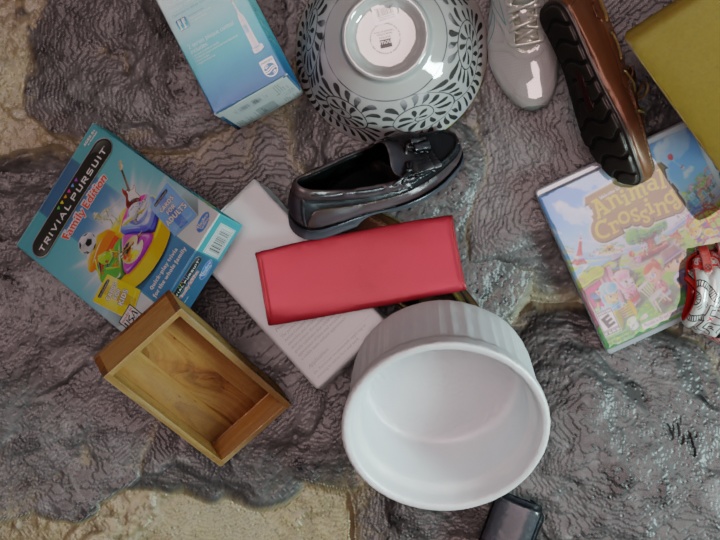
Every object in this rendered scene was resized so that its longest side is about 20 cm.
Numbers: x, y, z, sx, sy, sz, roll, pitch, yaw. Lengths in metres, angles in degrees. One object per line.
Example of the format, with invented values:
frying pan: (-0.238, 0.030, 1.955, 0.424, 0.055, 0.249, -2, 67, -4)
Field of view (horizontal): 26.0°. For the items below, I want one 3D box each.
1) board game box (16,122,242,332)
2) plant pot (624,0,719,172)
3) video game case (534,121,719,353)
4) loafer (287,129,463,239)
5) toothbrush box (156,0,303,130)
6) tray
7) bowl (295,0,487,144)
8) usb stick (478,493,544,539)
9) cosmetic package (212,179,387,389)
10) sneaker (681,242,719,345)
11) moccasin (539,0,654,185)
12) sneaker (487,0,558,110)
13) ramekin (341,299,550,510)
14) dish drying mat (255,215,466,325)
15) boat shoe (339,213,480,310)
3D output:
board game box: (-0.235, -0.035, 1.563, 0.199, 0.047, 0.152, 34, 93, 31)
plant pot: (0.401, -0.212, 1.443, 0.200, 0.195, 0.195, -38, 86, 32)
video game case: (0.302, -0.039, 1.572, 0.199, 0.022, 0.183, -25, 87, 4)
loafer: (0.018, -0.096, 1.541, 0.199, 0.063, 0.072, -26, 50, -18)
toothbrush box: (-0.144, -0.253, 1.549, 0.085, 0.146, 0.201, -27, 88, 4)
tray: (-0.163, 0.109, 1.535, 0.099, 0.200, 0.037, -41, 46, 3)
bowl: (0.029, -0.228, 1.561, 0.199, 0.094, 0.203, 0, 90, 4)
usb stick: (0.130, 0.323, 1.578, 0.055, 0.033, 0.201, 21, 92, 4)
cosmetic package: (-0.071, 0.014, 1.579, 0.102, 0.074, 0.200, -42, 84, 3)
sneaker: (0.385, -0.021, 1.522, 0.107, 0.067, 0.203, 21, 93, 2)
moccasin: (0.244, -0.182, 1.534, 0.077, 0.074, 0.203, -25, 90, -29)
sneaker: (0.158, -0.261, 1.558, 0.070, 0.080, 0.202, -8, 90, 3)
ramekin: (0.081, 0.126, 1.515, 0.198, 0.098, 0.202, 0, 122, 0)
dish drying mat: (0.000, 0.000, 1.531, 0.198, 0.018, 0.078, -11, 83, -1)
boat shoe: (0.046, -0.001, 1.570, 0.199, 0.068, 0.072, 37, 93, 4)
